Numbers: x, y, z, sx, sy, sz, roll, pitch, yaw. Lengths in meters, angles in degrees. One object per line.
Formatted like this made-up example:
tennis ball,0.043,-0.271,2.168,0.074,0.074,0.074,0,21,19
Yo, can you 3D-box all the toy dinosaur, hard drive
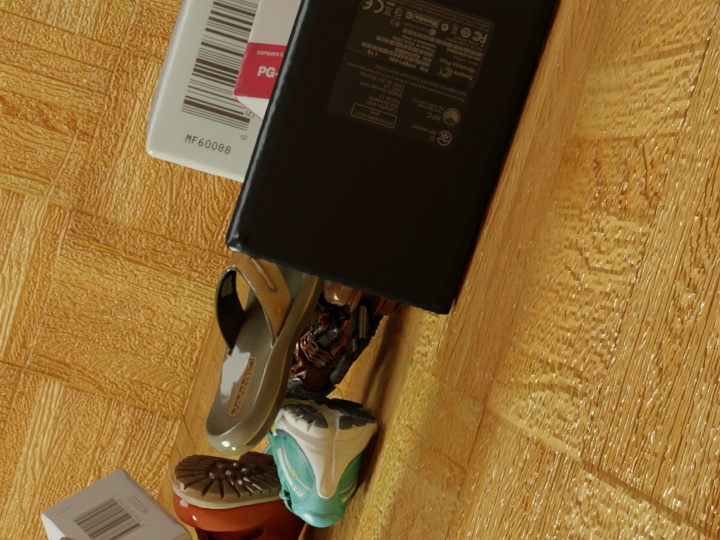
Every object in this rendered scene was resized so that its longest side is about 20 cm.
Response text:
toy dinosaur,0.000,0.000,1.703,0.200,0.102,0.136,-39,37,24
hard drive,0.016,-0.087,1.438,0.033,0.139,0.201,-101,28,-75

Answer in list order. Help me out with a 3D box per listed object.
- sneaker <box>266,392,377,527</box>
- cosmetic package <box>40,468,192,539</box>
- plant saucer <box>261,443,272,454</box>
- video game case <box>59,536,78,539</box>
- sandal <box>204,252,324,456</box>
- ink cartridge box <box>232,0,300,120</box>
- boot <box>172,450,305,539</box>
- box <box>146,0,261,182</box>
sneaker,-0.037,0.125,1.669,0.200,0.077,0.080,-144,62,-84
cosmetic package,-0.149,0.251,1.744,0.101,0.071,0.201,36,147,47
plant saucer,-0.075,0.173,2.102,0.200,0.019,0.070,124,162,-72
video game case,-0.093,0.221,1.388,0.200,0.181,0.046,-105,32,-79
sandal,-0.071,0.025,1.649,0.080,0.054,0.201,-16,52,53
ink cartridge box,-0.006,-0.194,1.891,0.145,0.083,0.201,35,-113,-57
boot,-0.086,0.186,1.750,0.200,0.075,0.108,17,-90,-71
box,-0.070,-0.181,2.179,0.171,0.199,0.200,-112,39,-77
